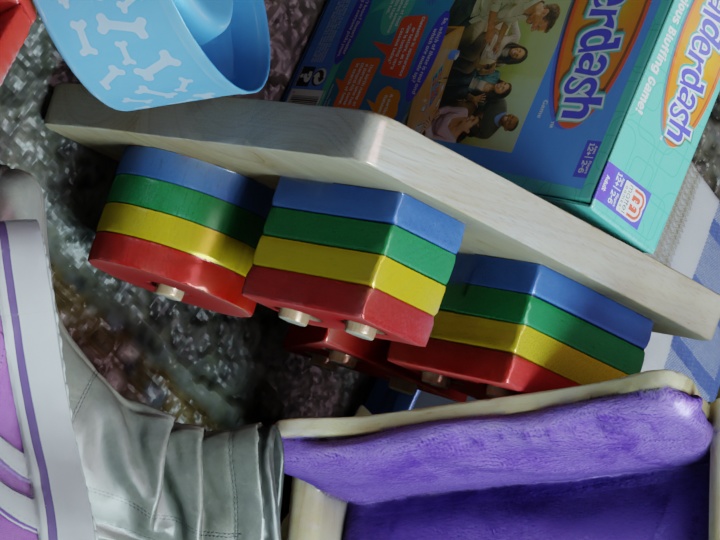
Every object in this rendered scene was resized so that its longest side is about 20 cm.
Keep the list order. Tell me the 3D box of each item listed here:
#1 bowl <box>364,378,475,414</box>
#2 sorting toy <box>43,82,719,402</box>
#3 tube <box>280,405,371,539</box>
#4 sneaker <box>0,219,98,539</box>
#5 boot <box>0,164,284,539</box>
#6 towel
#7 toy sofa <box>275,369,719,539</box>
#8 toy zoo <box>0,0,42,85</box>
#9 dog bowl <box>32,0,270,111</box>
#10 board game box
[{"bbox_3d":[0.072,0.103,1.161,0.200,0.039,0.201,-7,101,-40],"label":"bowl"},{"bbox_3d":[0.000,0.000,0.977,0.200,0.199,0.070,25,80,-40],"label":"sorting toy"},{"bbox_3d":[0.038,0.152,1.084,0.200,0.052,0.058,49,22,-27],"label":"tube"},{"bbox_3d":[-0.150,0.079,0.844,0.114,0.073,0.201,-6,57,-15],"label":"sneaker"},{"bbox_3d":[-0.089,0.059,0.949,0.068,0.130,0.201,-53,145,-73],"label":"boot"},{"bbox_3d":[0.111,-0.023,1.150,0.200,0.024,0.147,49,45,-27],"label":"towel"},{"bbox_3d":[0.059,0.101,0.948,0.098,0.200,0.083,33,55,-50],"label":"toy sofa"},{"bbox_3d":[-0.143,-0.130,0.798,0.200,0.020,0.131,-79,146,-61],"label":"toy zoo"},{"bbox_3d":[-0.094,-0.145,0.851,0.200,0.049,0.111,66,16,-10],"label":"dog bowl"},{"bbox_3d":[0.062,-0.092,1.017,0.045,0.200,0.152,34,75,-39],"label":"board game box"}]
